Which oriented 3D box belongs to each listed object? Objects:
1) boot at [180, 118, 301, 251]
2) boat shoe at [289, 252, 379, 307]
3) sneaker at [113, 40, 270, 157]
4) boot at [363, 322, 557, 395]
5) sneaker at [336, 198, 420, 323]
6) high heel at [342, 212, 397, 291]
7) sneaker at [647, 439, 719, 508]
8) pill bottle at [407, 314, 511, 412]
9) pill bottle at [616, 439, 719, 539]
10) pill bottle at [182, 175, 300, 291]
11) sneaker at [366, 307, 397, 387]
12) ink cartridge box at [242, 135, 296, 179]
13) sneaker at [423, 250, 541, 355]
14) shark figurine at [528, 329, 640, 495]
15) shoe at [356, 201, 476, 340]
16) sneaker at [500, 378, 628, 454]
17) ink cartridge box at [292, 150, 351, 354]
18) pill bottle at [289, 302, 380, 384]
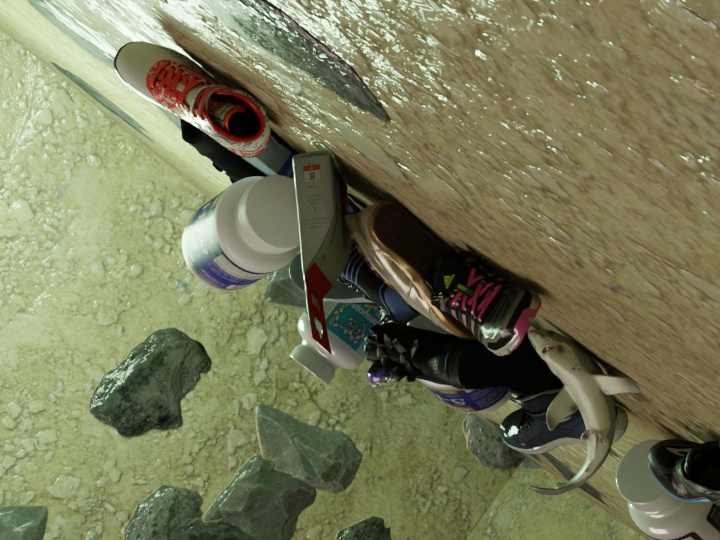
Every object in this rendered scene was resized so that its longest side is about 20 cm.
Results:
[{"bbox_3d":[-0.146,-0.126,1.901,0.200,0.066,0.165,47,-177,-39],"label":"boot"},{"bbox_3d":[0.010,0.019,1.906,0.199,0.071,0.091,7,169,18],"label":"boat shoe"},{"bbox_3d":[-0.185,-0.199,1.611,0.201,0.067,0.108,34,175,-5],"label":"sneaker"},{"bbox_3d":[0.114,0.101,1.693,0.197,0.074,0.162,1,-176,-42],"label":"boot"},{"bbox_3d":[0.000,0.000,1.746,0.070,0.078,0.200,35,-161,-52],"label":"sneaker"},{"bbox_3d":[0.046,-0.011,1.682,0.199,0.072,0.142,33,176,-16],"label":"high heel"},{"bbox_3d":[0.363,0.206,1.504,0.083,0.071,0.199,53,170,-17],"label":"sneaker"},{"bbox_3d":[0.137,0.117,1.869,0.119,0.120,0.200,35,175,26],"label":"pill bottle"},{"bbox_3d":[0.389,0.283,1.729,0.200,0.112,0.111,41,174,-38],"label":"pill bottle"},{"bbox_3d":[-0.135,-0.050,1.785,0.120,0.120,0.200,38,155,-13],"label":"pill bottle"},{"bbox_3d":[0.050,0.075,1.958,0.069,0.200,0.100,-24,104,41],"label":"sneaker"},{"bbox_3d":[-0.149,-0.168,1.772,0.200,0.042,0.119,40,174,-36],"label":"ink cartridge box"},{"bbox_3d":[0.117,0.027,1.484,0.087,0.074,0.200,32,-178,-17],"label":"sneaker"},{"bbox_3d":[0.258,0.162,1.612,0.127,0.216,0.089,5,-157,23],"label":"shark figurine"},{"bbox_3d":[0.069,0.000,1.592,0.200,0.070,0.053,49,153,-21],"label":"shoe"},{"bbox_3d":[0.217,0.167,1.822,0.146,0.077,0.202,34,150,-28],"label":"sneaker"},{"bbox_3d":[-0.035,-0.017,1.615,0.162,0.050,0.201,59,-158,-78],"label":"ink cartridge box"},{"bbox_3d":[-0.015,0.062,2.060,0.111,0.200,0.111,36,176,3],"label":"pill bottle"}]
